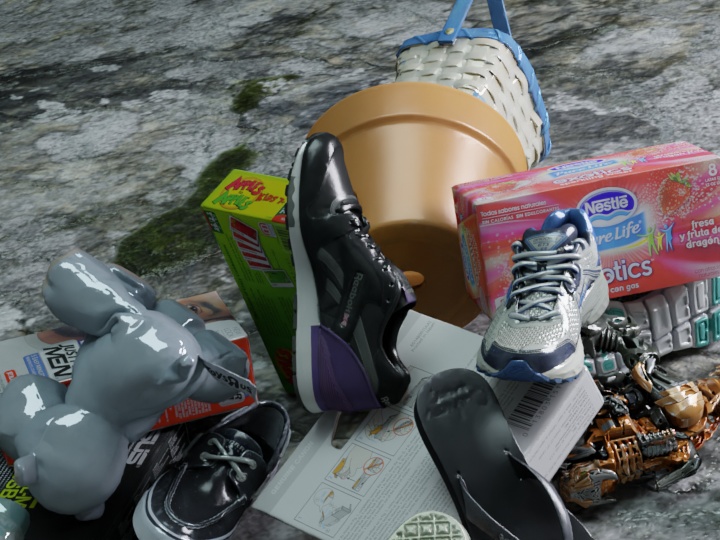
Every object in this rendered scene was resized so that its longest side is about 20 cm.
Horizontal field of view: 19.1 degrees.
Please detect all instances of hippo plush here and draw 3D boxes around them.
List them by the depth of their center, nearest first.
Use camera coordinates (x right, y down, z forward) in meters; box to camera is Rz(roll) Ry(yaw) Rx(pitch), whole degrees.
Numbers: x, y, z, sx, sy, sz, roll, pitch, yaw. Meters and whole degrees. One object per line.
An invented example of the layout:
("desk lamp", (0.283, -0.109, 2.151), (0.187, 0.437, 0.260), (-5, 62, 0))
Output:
("hippo plush", (-0.172, 0.102, 1.531), (0.200, 0.159, 0.161), (37, 95, 40))

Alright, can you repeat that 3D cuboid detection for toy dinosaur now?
("toy dinosaur", (0.211, 0.106, 1.566), (0.199, 0.103, 0.136), (-8, 35, -39))

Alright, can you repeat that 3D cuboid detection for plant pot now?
("plant pot", (0.043, -0.036, 1.790), (0.198, 0.201, 0.141), (-6, 44, 8))

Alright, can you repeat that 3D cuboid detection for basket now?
("basket", (0.108, -0.167, 2.020), (0.138, 0.177, 0.200), (2, 39, 30))

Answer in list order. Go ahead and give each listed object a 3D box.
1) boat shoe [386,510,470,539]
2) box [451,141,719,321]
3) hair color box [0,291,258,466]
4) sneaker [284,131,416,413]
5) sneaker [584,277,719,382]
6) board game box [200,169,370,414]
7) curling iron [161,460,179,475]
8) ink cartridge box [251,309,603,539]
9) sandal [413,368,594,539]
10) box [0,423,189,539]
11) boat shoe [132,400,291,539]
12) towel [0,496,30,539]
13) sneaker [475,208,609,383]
("boat shoe", (-0.003, 0.238, 1.365), (0.074, 0.062, 0.200), (38, 72, 22))
("box", (0.180, -0.033, 1.666), (0.198, 0.095, 0.103), (-11, 12, -6))
("hair color box", (-0.191, 0.082, 1.662), (0.198, 0.064, 0.111), (-13, 21, -14))
("sneaker", (0.000, 0.000, 1.534), (0.087, 0.202, 0.076), (-3, 1, 20))
("sneaker", (0.200, 0.042, 1.700), (0.199, 0.078, 0.091), (-14, 17, -26))
("board game box", (-0.041, 0.019, 1.668), (0.101, 0.201, 0.048), (13, 48, 38))
("curling iron", (-0.120, 0.199, 1.534), (0.049, 0.026, 0.200), (23, 24, -18))
("ink cartridge box", (0.048, 0.131, 1.513), (0.175, 0.045, 0.200), (17, 60, 42))
("sandal", (0.097, 0.154, 1.413), (0.076, 0.043, 0.201), (-29, 74, -18))
("box", (-0.248, 0.175, 1.612), (0.192, 0.048, 0.200), (-2, 27, 19))
("boat shoe", (-0.099, 0.147, 1.540), (0.071, 0.068, 0.200), (33, 24, 10))
("towel", (-0.348, 0.225, 1.494), (0.198, 0.048, 0.172), (5, 52, 23))
("sneaker", (0.126, 0.013, 1.501), (0.076, 0.086, 0.200), (3, 24, 15))
